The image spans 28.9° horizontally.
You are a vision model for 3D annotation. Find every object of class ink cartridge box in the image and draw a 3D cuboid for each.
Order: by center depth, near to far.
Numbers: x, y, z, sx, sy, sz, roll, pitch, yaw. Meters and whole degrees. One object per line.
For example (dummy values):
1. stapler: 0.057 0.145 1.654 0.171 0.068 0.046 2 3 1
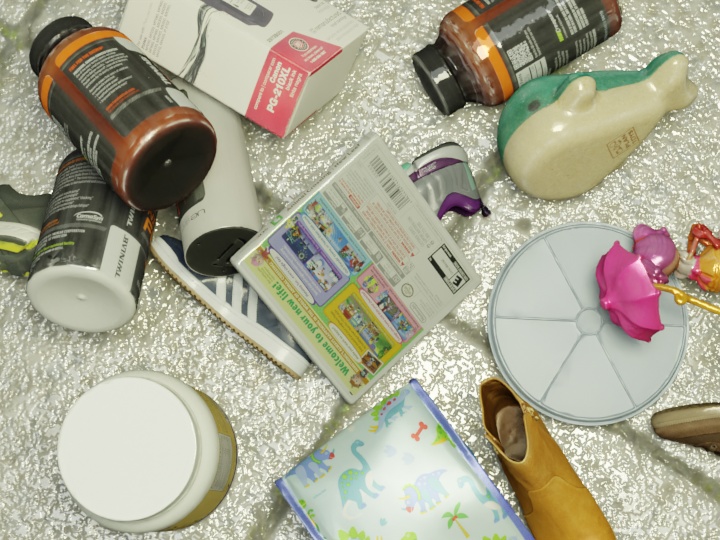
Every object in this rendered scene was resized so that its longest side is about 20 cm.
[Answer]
1. ink cartridge box: -0.116 -0.235 1.379 0.199 0.145 0.085 32 125 8

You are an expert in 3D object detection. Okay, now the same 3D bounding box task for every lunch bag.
1. lunch bag: 0.047 0.234 1.307 0.170 0.128 0.200 -37 71 -4

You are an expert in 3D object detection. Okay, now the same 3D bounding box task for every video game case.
1. video game case: 0.000 0.000 1.338 0.182 0.022 0.200 -43 120 -8

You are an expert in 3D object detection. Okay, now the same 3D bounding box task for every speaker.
1. speaker: -0.144 -0.095 1.360 0.081 0.081 0.201 -14 57 1

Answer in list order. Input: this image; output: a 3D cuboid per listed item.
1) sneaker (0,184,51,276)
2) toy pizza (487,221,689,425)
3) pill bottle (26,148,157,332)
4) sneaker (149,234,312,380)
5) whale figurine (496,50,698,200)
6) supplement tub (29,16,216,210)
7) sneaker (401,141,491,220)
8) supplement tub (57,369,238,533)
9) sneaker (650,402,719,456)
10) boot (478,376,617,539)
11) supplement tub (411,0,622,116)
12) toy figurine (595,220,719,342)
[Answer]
1. sneaker: -0.386 -0.047 1.414 0.199 0.075 0.085 12 47 16
2. toy pizza: 0.222 0.052 1.374 0.198 0.032 0.202 0 81 -1
3. pill bottle: -0.252 -0.049 1.355 0.105 0.107 0.201 3 53 3
4. sneaker: -0.106 0.005 1.381 0.200 0.070 0.109 39 85 5
5. whale figurine: 0.224 -0.156 1.357 0.199 0.159 0.104 -31 56 10
6. supplement tub: -0.227 -0.153 1.294 0.107 0.107 0.200 -42 61 -4
7. sneaker: 0.029 -0.049 1.384 0.199 0.074 0.088 -27 85 -2
8. supplement tub: -0.195 0.169 1.292 0.144 0.200 0.147 -1 80 3
9. sneaker: 0.378 0.162 1.330 0.198 0.070 0.076 -3 85 4
10. boot: 0.166 0.200 1.269 0.071 0.144 0.202 -31 59 7
11. supplement tub: 0.152 -0.234 1.389 0.199 0.107 0.107 -30 80 -2
12. toy figurine: 0.314 0.007 1.314 0.183 0.151 0.201 15 53 0
